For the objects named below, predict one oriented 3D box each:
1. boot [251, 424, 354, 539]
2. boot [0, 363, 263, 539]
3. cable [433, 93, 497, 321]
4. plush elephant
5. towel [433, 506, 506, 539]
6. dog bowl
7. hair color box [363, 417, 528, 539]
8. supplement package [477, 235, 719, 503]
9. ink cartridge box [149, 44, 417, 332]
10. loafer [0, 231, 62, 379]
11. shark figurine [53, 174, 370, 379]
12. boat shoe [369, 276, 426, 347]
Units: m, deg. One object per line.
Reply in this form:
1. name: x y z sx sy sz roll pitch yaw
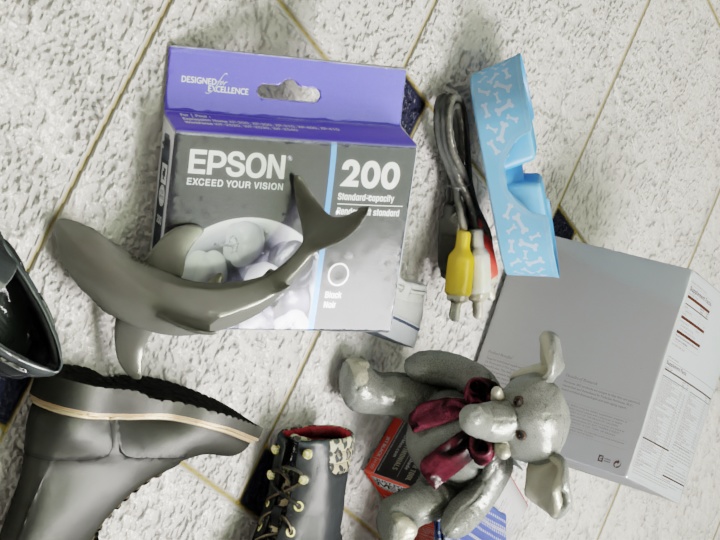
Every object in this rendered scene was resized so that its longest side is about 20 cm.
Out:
1. boot: -0.072 0.210 1.384 0.203 0.073 0.156 -7 104 -58
2. boot: -0.169 0.148 1.230 0.199 0.077 0.140 16 93 -43
3. cable: 0.100 -0.060 1.534 0.097 0.050 0.202 -28 124 -56
4. plush elephant: 0.106 0.134 1.445 0.198 0.155 0.167 0 71 -32
5. towel: 0.103 0.292 1.524 0.145 0.024 0.202 40 44 -53
6. dog bowl: 0.137 -0.088 1.532 0.112 0.049 0.202 -57 136 -78
7. hair color box: 0.083 0.203 1.609 0.102 0.061 0.201 -57 142 -23
8. supplement package: 0.232 0.092 1.664 0.147 0.190 0.202 29 79 -55
9. ink cartridge box: -0.055 -0.055 1.265 0.196 0.043 0.203 1 102 -27
10. loafer: -0.242 -0.006 1.061 0.068 0.070 0.201 -55 141 -27
11. shark figurine: -0.097 0.016 1.192 0.212 0.089 0.130 -10 108 -20
12. boat shoe: 0.004 0.001 1.412 0.201 0.074 0.087 27 80 -57
